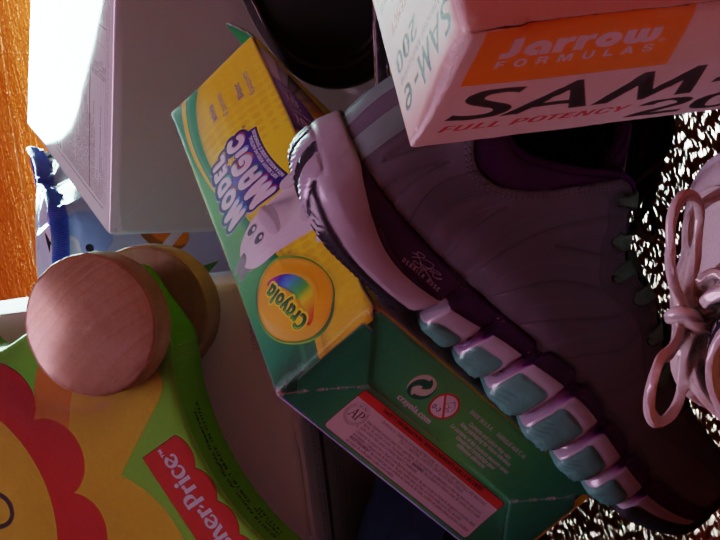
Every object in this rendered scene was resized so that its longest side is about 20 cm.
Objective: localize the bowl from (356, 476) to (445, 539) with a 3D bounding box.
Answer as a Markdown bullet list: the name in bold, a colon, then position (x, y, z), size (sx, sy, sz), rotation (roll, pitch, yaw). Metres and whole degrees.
- **bowl**: position (0.028, 0.153, 0.967), size (0.201, 0.039, 0.201), rotation (6, -90, -75)

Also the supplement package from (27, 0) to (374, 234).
- **supplement package**: position (-0.050, -0.113, 1.059), size (0.200, 0.151, 0.151), rotation (-137, 47, -67)

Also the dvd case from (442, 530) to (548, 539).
- **dvd case**: position (0.047, 0.154, 0.923), size (0.200, 0.017, 0.143), rotation (80, -157, -50)

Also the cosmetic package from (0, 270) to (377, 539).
- **cosmetic package**: position (-0.097, 0.068, 0.979), size (0.200, 0.199, 0.123), rotation (-5, -93, -80)

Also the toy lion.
- **toy lion**: position (-0.107, 0.096, 0.853), size (0.200, 0.192, 0.069), rotation (55, -164, 5)

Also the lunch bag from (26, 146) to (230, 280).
- **lunch bag**: position (-0.066, 0.038, 1.192), size (0.124, 0.170, 0.201), rotation (-120, 24, -68)

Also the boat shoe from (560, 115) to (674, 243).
- **boat shoe**: position (0.074, -0.040, 0.839), size (0.200, 0.062, 0.075), rotation (77, -169, -50)

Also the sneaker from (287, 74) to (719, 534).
- **sneaker**: position (0.071, 0.005, 0.782), size (0.200, 0.088, 0.074), rotation (41, -165, -32)

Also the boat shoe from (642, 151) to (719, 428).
- **boat shoe**: position (0.112, 0.016, 0.676), size (0.202, 0.086, 0.075), rotation (-130, 34, -62)

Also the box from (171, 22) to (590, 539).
- **box**: position (0.000, 0.000, 0.864), size (0.117, 0.048, 0.200), rotation (41, -164, -33)

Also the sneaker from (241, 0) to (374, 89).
- **sneaker**: position (-0.028, -0.153, 0.879), size (0.106, 0.075, 0.201), rotation (-66, -32, -73)

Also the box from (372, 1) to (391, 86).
- **box**: position (0.028, -0.143, 0.880), size (0.110, 0.035, 0.201), rotation (-6, -86, -79)

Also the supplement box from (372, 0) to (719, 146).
- **supplement box**: position (0.056, -0.144, 0.722), size (0.074, 0.126, 0.200), rotation (119, 141, -64)
